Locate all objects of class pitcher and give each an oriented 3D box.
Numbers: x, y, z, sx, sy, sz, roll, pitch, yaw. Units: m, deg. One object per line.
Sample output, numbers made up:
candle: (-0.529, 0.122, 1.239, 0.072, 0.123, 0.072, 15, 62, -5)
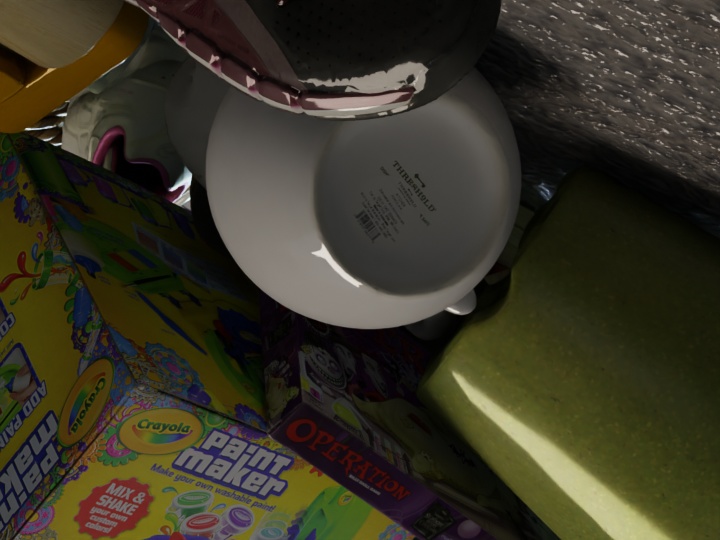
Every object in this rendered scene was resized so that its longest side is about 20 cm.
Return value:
pitcher: (0.005, -0.026, 0.780, 0.172, 0.121, 0.200, 48, 173, -18)

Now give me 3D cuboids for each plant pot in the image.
plant pot: (0.133, 0.056, 0.835, 0.184, 0.201, 0.200, 37, 175, 1)

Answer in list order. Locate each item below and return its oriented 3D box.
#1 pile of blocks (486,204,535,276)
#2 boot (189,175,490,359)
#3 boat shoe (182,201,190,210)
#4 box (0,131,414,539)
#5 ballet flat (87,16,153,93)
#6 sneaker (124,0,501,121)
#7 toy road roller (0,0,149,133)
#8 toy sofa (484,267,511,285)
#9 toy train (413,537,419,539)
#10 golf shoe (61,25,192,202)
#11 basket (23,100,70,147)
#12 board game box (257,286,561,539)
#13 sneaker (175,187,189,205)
pile of blocks: (0.035, -0.030, 0.995, 0.082, 0.062, 0.200, 21, 173, 37)
boot: (0.000, 0.000, 0.937, 0.200, 0.074, 0.075, 36, -178, -15)
boat shoe: (-0.073, -0.058, 1.268, 0.199, 0.074, 0.067, 32, 144, 21)
box: (-0.099, 0.063, 0.882, 0.200, 0.122, 0.193, 27, -160, -43)
ballet flat: (-0.195, -0.140, 0.971, 0.199, 0.070, 0.069, 22, 174, 32)
sneaker: (-0.059, -0.114, 0.564, 0.199, 0.076, 0.115, 23, 171, 30)
toy road roller: (-0.197, -0.142, 0.840, 0.199, 0.147, 0.123, -26, 142, 32)
toy sofa: (0.120, 0.062, 1.047, 0.097, 0.083, 0.199, -18, 157, 38)
toy train: (0.040, 0.107, 0.929, 0.056, 0.042, 0.200, 9, -141, -37)
golf shoe: (-0.127, -0.064, 1.003, 0.075, 0.092, 0.200, 32, 154, -14)
basket: (-0.263, -0.083, 1.064, 0.149, 0.143, 0.200, 31, -159, 18)
board game box: (0.034, 0.083, 0.869, 0.200, 0.032, 0.120, 37, -161, -27)
sneaker: (-0.142, -0.087, 1.176, 0.078, 0.080, 0.200, 23, 177, -19)
